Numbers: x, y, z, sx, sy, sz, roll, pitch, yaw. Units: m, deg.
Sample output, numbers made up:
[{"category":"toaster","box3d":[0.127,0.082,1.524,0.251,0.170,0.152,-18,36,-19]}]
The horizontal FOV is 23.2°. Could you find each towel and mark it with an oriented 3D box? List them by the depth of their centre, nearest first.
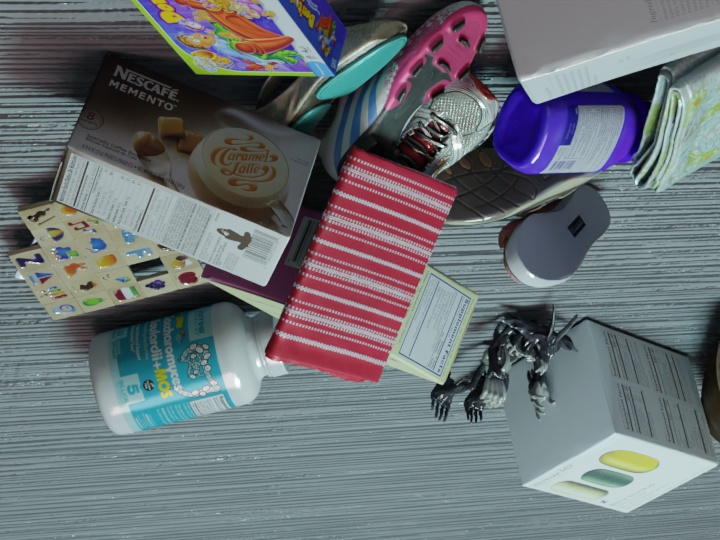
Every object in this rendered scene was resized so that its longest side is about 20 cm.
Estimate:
[{"category":"towel","box3d":[0.000,0.000,1.547,0.144,0.022,0.202,17,98,-47]},{"category":"towel","box3d":[0.337,-0.165,1.584,0.199,0.048,0.172,-32,157,-19]}]

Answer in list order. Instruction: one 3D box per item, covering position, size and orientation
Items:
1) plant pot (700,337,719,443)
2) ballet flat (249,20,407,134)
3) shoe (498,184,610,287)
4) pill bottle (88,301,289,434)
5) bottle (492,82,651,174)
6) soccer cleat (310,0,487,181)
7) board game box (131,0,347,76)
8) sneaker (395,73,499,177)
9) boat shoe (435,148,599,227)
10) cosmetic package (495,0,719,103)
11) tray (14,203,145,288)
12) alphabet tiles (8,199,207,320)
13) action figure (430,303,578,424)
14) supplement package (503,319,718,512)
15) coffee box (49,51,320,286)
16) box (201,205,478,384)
[{"category":"plant pot","box3d":[0.486,0.148,2.111,0.185,0.189,0.200,-5,164,-10]},{"category":"ballet flat","box3d":[-0.040,-0.167,1.503,0.200,0.063,0.067,-40,167,36]},{"category":"shoe","box3d":[0.173,-0.019,1.738,0.091,0.072,0.200,-32,-178,35]},{"category":"pill bottle","box3d":[-0.178,0.098,1.845,0.198,0.112,0.111,-15,149,4]},{"category":"bottle","box3d":[0.210,-0.132,1.609,0.199,0.065,0.084,-5,127,-43]},{"category":"soccer cleat","box3d":[0.027,-0.167,1.531,0.200,0.086,0.070,-51,142,15]},{"category":"board game box","box3d":[-0.111,-0.222,1.358,0.133,0.045,0.200,4,156,27]},{"category":"sneaker","box3d":[0.051,-0.104,1.593,0.078,0.082,0.200,41,128,-10]},{"category":"boat shoe","box3d":[0.145,-0.078,1.681,0.198,0.075,0.073,-16,158,-13]},{"category":"cosmetic package","box3d":[0.207,-0.223,1.367,0.198,0.124,0.199,-18,178,8]},{"category":"tray","box3d":[-0.251,-0.048,1.669,0.106,0.022,0.200,8,144,-27]},{"category":"alphabet tiles","box3d":[-0.250,-0.019,1.688,0.165,0.008,0.201,-14,149,4]},{"category":"action figure","box3d":[0.175,0.120,2.008,0.118,0.103,0.200,16,143,-32]},{"category":"supplement package","box3d":[0.295,0.179,2.093,0.199,0.152,0.151,19,138,-40]},{"category":"coffee box","box3d":[-0.147,-0.086,1.486,0.198,0.115,0.080,23,141,-7]},{"category":"box","box3d":[-0.018,0.015,1.693,0.175,0.097,0.199,16,170,42]}]
